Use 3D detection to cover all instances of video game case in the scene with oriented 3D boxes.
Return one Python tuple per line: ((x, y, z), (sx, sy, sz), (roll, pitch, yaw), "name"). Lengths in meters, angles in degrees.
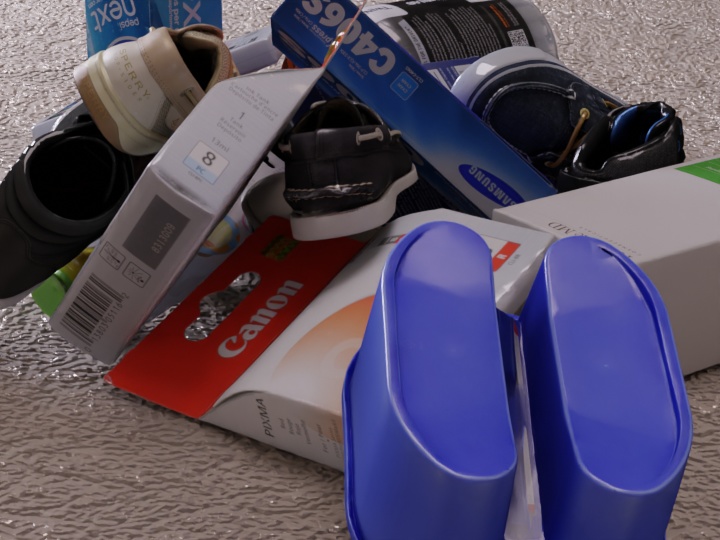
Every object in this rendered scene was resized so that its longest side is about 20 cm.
((-0.142, -0.139, 1.376), (0.181, 0.023, 0.200), (-20, 10, 4), "video game case")

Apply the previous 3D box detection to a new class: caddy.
((0.065, 0.071, 0.805), (0.141, 0.105, 0.201), (7, 40, -7), "caddy")

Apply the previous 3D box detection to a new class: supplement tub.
((0.044, -0.142, 1.384), (0.199, 0.123, 0.122), (-15, 26, -40), "supplement tub")

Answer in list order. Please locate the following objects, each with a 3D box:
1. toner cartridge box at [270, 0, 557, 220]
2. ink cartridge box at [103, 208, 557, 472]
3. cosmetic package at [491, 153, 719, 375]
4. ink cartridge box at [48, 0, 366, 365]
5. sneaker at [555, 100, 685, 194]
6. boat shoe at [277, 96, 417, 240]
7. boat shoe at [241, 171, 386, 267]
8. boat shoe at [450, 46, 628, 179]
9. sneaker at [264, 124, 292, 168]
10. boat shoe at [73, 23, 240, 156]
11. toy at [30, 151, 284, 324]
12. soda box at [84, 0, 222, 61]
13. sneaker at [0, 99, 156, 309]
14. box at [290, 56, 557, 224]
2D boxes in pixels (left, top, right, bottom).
((0.030, -0.097, 1.151), (0.200, 0.043, 0.095), (42, -2, 1), "toner cartridge box")
((-0.016, 0.020, 0.962), (0.199, 0.050, 0.162), (18, 47, 31), "ink cartridge box")
((0.177, 0.000, 1.059), (0.199, 0.085, 0.107), (-14, 28, -39), "cosmetic package")
((-0.082, -0.060, 1.019), (0.047, 0.160, 0.200), (35, 48, -4), "ink cartridge box")
((0.203, -0.057, 1.175), (0.073, 0.112, 0.199), (23, 30, 39), "sneaker")
((-0.011, -0.067, 1.041), (0.073, 0.061, 0.200), (-7, 13, 10), "boat shoe")
((0.000, 0.000, 1.074), (0.067, 0.057, 0.200), (-34, 39, -27), "boat shoe")
((0.147, -0.087, 1.226), (0.200, 0.071, 0.091), (10, 30, -48), "boat shoe")
((-0.088, -0.079, 1.294), (0.090, 0.070, 0.200), (-23, 26, -38), "sneaker")
((-0.096, -0.103, 1.042), (0.065, 0.072, 0.200), (-31, -5, 11), "boat shoe")
((-0.123, -0.022, 1.135), (0.115, 0.047, 0.200), (38, 43, 20), "toy")
((-0.134, -0.127, 1.212), (0.064, 0.201, 0.068), (14, 23, 38), "soda box")
((-0.145, -0.060, 1.041), (0.099, 0.071, 0.200), (-34, 13, 44), "sneaker")
((0.034, -0.081, 1.233), (0.199, 0.032, 0.121), (-11, 63, -43), "box")
